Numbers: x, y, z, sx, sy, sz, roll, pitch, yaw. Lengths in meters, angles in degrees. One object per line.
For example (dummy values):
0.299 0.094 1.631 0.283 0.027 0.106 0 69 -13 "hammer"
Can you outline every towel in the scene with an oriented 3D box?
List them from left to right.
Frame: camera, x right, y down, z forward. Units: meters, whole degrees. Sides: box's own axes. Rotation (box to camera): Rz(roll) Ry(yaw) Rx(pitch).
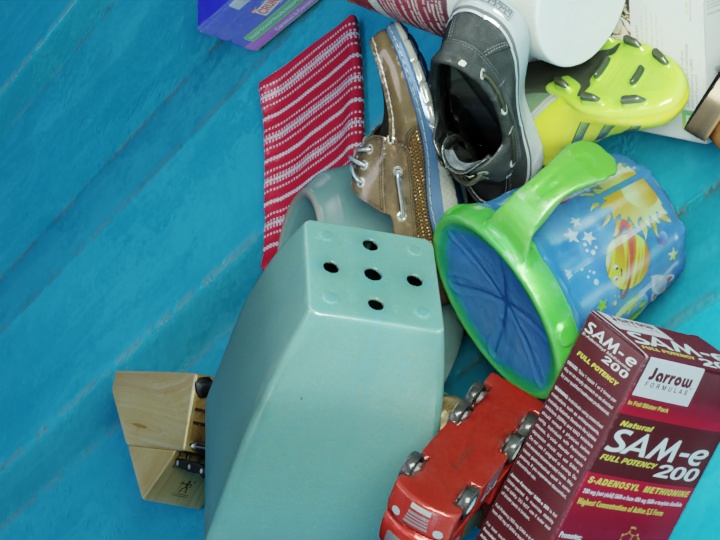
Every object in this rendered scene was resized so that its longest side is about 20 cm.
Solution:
-0.044 -0.109 1.563 0.144 0.022 0.202 -29 55 46 "towel"

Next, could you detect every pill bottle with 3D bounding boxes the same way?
0.071 -0.204 1.152 0.199 0.109 0.111 28 101 39 "pill bottle"

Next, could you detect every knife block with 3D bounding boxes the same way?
-0.139 0.118 1.577 0.176 0.063 0.201 -53 39 28 "knife block"

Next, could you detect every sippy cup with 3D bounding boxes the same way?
0.137 -0.007 1.152 0.141 0.130 0.178 60 162 -4 "sippy cup"

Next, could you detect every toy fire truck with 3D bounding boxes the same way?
0.066 0.146 1.146 0.048 0.200 0.142 28 127 15 "toy fire truck"

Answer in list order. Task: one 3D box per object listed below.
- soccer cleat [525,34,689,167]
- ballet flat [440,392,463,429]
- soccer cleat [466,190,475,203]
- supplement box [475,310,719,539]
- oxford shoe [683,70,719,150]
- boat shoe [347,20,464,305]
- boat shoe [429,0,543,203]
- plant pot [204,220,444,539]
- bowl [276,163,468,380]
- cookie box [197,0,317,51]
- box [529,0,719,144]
0.142 -0.106 1.175 0.199 0.084 0.065 0 50 46 "soccer cleat"
0.033 0.185 1.317 0.072 0.067 0.201 46 113 33 "ballet flat"
0.102 -0.073 1.313 0.201 0.067 0.082 -117 41 -52 "soccer cleat"
0.153 0.133 1.113 0.061 0.108 0.202 40 111 47 "supplement box"
0.283 -0.152 1.087 0.201 0.071 0.071 -57 -5 7 "oxford shoe"
0.029 -0.068 1.217 0.072 0.072 0.202 -62 -42 -79 "boat shoe"
0.074 -0.090 1.125 0.069 0.201 0.067 27 65 17 "boat shoe"
-0.017 0.076 1.183 0.142 0.140 0.201 -95 18 -48 "plant pot"
0.000 0.000 1.340 0.201 0.104 0.203 -174 90 -70 "bowl"
-0.083 -0.336 1.655 0.171 0.075 0.202 -30 54 46 "cookie box"
0.159 -0.173 1.182 0.199 0.036 0.146 17 121 43 "box"
